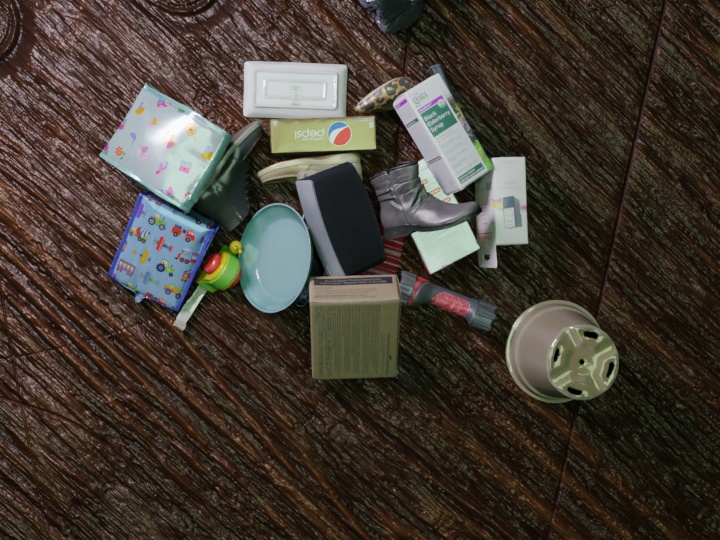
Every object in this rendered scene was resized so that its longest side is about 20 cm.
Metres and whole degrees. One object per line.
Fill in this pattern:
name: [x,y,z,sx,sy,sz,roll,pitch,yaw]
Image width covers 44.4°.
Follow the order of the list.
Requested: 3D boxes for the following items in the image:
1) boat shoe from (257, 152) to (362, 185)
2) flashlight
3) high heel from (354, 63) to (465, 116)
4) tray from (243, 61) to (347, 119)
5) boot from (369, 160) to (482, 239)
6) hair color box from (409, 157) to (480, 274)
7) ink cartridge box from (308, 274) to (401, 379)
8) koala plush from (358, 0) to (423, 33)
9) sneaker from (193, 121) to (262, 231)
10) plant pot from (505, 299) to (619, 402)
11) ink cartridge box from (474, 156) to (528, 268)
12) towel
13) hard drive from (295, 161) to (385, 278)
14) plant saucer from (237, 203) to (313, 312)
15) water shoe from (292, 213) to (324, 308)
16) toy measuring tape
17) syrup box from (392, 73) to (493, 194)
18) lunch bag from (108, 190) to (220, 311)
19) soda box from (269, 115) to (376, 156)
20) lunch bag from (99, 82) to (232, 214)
boat shoe: [-0.094,-0.178,1.664,0.198,0.072,0.066,-8,91,-8]
flashlight: [0.159,0.063,1.681,0.198,0.068,0.068,22,89,-2]
high heel: [0.099,-0.293,1.667,0.198,0.071,0.144,-24,86,-11]
tray: [-0.124,-0.344,1.682,0.197,0.022,0.109,2,92,-3]
boot: [0.113,-0.136,1.589,0.198,0.070,0.133,-10,97,23]
hair color box: [0.133,-0.107,1.679,0.110,0.064,0.202,-26,94,-1]
ink cartridge box: [-0.012,0.105,1.619,0.163,0.076,0.202,-2,130,-4]
koala plush: [0.024,-0.557,1.635,0.200,0.184,0.178,40,79,18]
sneaker: [-0.228,-0.178,1.665,0.106,0.075,0.201,39,82,-21]
plant pot: [0.386,0.159,1.636,0.198,0.183,0.203,0,91,-3]
ink cartridge box: [0.264,-0.106,1.657,0.066,0.117,0.203,-2,92,-10]
towel: [0.000,0.000,1.678,0.143,0.022,0.202,16,89,-19]
hard drive: [-0.030,-0.089,1.614,0.134,0.042,0.202,-24,99,-31]
plant saucer: [-0.151,-0.022,1.633,0.199,0.036,0.203,-5,83,41]
water shoe: [-0.088,-0.027,1.660,0.071,0.079,0.203,8,91,-3]
toy measuring tape: [-0.280,0.031,1.651,0.073,0.074,0.201,34,86,-3]
syrup box: [0.149,-0.247,1.607,0.078,0.081,0.201,-33,97,-14]
lunch bag: [-0.375,-0.027,1.649,0.149,0.094,0.202,26,99,-6]
soda box: [-0.071,-0.253,1.663,0.197,0.068,0.065,-3,92,-3]
lunch bag: [-0.341,-0.216,1.603,0.199,0.122,0.171,31,89,22]
